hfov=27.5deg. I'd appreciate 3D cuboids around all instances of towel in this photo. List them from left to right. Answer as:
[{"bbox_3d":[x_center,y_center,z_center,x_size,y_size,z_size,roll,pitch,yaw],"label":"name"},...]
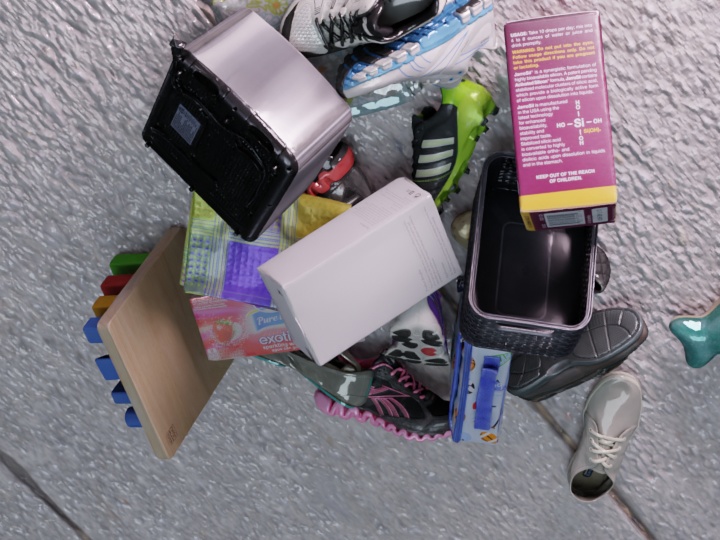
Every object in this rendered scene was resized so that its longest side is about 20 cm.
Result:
[{"bbox_3d":[-0.105,-0.023,1.676,0.198,0.023,0.145,12,107,5],"label":"towel"},{"bbox_3d":[-0.044,-0.245,1.613,0.198,0.048,0.173,-14,117,14],"label":"towel"}]

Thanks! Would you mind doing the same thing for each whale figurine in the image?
[{"bbox_3d":[0.466,0.065,1.723,0.198,0.104,0.160,-22,119,19],"label":"whale figurine"}]

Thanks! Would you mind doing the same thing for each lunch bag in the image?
[{"bbox_3d":[0.144,0.099,1.743,0.075,0.161,0.202,5,128,3],"label":"lunch bag"}]

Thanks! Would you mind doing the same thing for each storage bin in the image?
[{"bbox_3d":[0.188,-0.017,1.633,0.133,0.202,0.094,8,156,1],"label":"storage bin"}]

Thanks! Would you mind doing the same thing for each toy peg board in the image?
[{"bbox_3d":[-0.260,0.087,1.770,0.097,0.200,0.202,-3,124,26],"label":"toy peg board"}]

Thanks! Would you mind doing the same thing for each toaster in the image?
[{"bbox_3d":[-0.124,-0.159,1.564,0.181,0.119,0.200,43,147,4],"label":"toaster"}]

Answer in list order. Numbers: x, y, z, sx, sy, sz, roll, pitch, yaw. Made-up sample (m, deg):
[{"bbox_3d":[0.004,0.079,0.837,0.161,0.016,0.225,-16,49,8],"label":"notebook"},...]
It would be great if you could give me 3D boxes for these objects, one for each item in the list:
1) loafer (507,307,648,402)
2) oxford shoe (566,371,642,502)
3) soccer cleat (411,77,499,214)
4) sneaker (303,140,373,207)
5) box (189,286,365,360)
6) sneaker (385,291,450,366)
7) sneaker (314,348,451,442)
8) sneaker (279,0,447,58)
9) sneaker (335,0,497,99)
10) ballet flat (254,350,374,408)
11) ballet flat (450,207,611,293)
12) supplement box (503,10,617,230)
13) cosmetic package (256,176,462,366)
[{"bbox_3d":[0.270,0.106,1.803,0.199,0.072,0.063,-27,137,29],"label":"loafer"},{"bbox_3d":[0.310,0.217,1.867,0.074,0.058,0.202,14,121,-1],"label":"oxford shoe"},{"bbox_3d":[0.087,-0.135,1.665,0.081,0.067,0.201,34,128,12],"label":"soccer cleat"},{"bbox_3d":[-0.065,-0.060,1.717,0.200,0.071,0.098,-37,110,24],"label":"sneaker"},{"bbox_3d":[-0.093,0.032,1.762,0.198,0.103,0.095,-7,122,12],"label":"box"},{"bbox_3d":[0.076,0.061,1.749,0.080,0.084,0.200,10,162,1],"label":"sneaker"},{"bbox_3d":[0.041,0.148,1.834,0.198,0.079,0.096,13,108,11],"label":"sneaker"},{"bbox_3d":[0.000,-0.266,1.517,0.198,0.088,0.076,-21,118,19],"label":"sneaker"},{"bbox_3d":[0.067,-0.220,1.558,0.199,0.075,0.087,-30,124,-12],"label":"sneaker"},{"bbox_3d":[-0.071,0.099,1.811,0.199,0.067,0.064,28,105,16],"label":"ballet flat"},{"bbox_3d":[0.201,-0.026,1.720,0.198,0.057,0.067,16,122,-4],"label":"ballet flat"},{"bbox_3d":[0.210,-0.152,1.539,0.102,0.131,0.203,-6,83,9],"label":"supplement box"},{"bbox_3d":[0.000,0.000,1.620,0.199,0.081,0.114,-30,118,-13],"label":"cosmetic package"}]
